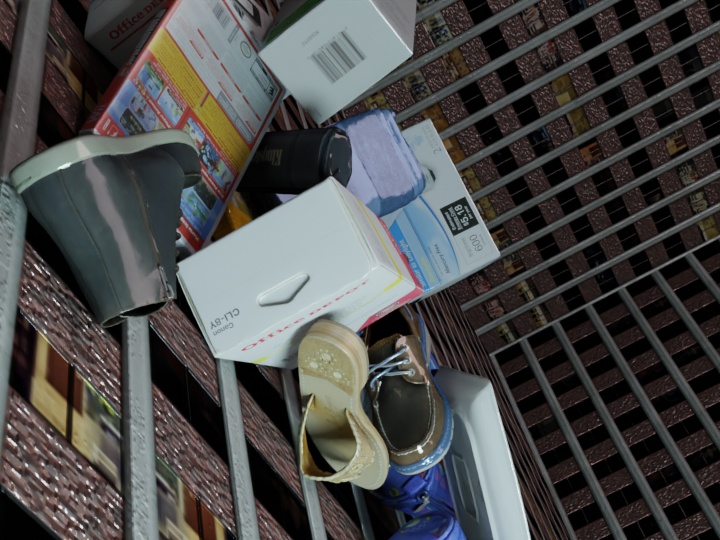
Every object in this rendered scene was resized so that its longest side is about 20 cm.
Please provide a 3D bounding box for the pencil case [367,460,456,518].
[{"bbox_3d":[0.066,0.222,1.141,0.087,0.078,0.200,55,3,33],"label":"pencil case"}]

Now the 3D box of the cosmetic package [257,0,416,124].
[{"bbox_3d":[-0.015,-0.220,0.988,0.085,0.108,0.200,48,19,-20],"label":"cosmetic package"}]

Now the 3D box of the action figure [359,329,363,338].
[{"bbox_3d":[-0.032,-0.013,1.225,0.200,0.119,0.102,72,18,3],"label":"action figure"}]

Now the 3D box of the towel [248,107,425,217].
[{"bbox_3d":[-0.025,-0.094,1.144,0.200,0.049,0.112,-27,91,-39],"label":"towel"}]

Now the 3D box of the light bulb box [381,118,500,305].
[{"bbox_3d":[0.036,-0.052,1.394,0.198,0.200,0.125,62,-6,5],"label":"light bulb box"}]

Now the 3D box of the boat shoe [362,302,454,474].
[{"bbox_3d":[0.029,0.093,0.988,0.072,0.072,0.200,57,12,-34],"label":"boat shoe"}]

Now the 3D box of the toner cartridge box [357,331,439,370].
[{"bbox_3d":[0.012,0.065,1.293,0.200,0.095,0.043,62,8,4],"label":"toner cartridge box"}]

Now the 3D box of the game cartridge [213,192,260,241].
[{"bbox_3d":[-0.126,-0.075,1.101,0.200,0.032,0.176,63,7,19],"label":"game cartridge"}]

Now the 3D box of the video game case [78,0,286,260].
[{"bbox_3d":[-0.132,-0.127,0.880,0.143,0.017,0.200,56,43,-39],"label":"video game case"}]

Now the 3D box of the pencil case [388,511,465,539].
[{"bbox_3d":[0.088,0.302,0.936,0.200,0.078,0.087,61,-8,-3],"label":"pencil case"}]

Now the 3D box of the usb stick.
[{"bbox_3d":[-0.067,-0.092,0.949,0.200,0.033,0.056,9,-83,59],"label":"usb stick"}]

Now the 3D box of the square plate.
[{"bbox_3d":[0.106,0.190,1.008,0.198,0.028,0.200,170,-94,-82],"label":"square plate"}]

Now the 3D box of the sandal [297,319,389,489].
[{"bbox_3d":[-0.029,0.134,0.894,0.070,0.078,0.212,-55,153,-37],"label":"sandal"}]

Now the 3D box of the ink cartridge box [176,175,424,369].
[{"bbox_3d":[-0.043,0.009,0.911,0.083,0.145,0.200,62,7,12],"label":"ink cartridge box"}]

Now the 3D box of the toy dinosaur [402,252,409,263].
[{"bbox_3d":[0.000,0.000,1.088,0.200,0.136,0.086,-5,34,-48],"label":"toy dinosaur"}]

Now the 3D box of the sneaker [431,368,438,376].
[{"bbox_3d":[0.085,0.163,1.238,0.200,0.088,0.074,33,11,-36],"label":"sneaker"}]

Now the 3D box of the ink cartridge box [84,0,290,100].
[{"bbox_3d":[-0.157,-0.211,0.969,0.200,0.116,0.068,42,24,-35],"label":"ink cartridge box"}]

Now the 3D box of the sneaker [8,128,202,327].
[{"bbox_3d":[-0.141,-0.026,0.699,0.106,0.075,0.200,66,16,-3],"label":"sneaker"}]

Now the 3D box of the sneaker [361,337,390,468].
[{"bbox_3d":[-0.012,0.109,1.064,0.087,0.075,0.200,52,11,-26],"label":"sneaker"}]
